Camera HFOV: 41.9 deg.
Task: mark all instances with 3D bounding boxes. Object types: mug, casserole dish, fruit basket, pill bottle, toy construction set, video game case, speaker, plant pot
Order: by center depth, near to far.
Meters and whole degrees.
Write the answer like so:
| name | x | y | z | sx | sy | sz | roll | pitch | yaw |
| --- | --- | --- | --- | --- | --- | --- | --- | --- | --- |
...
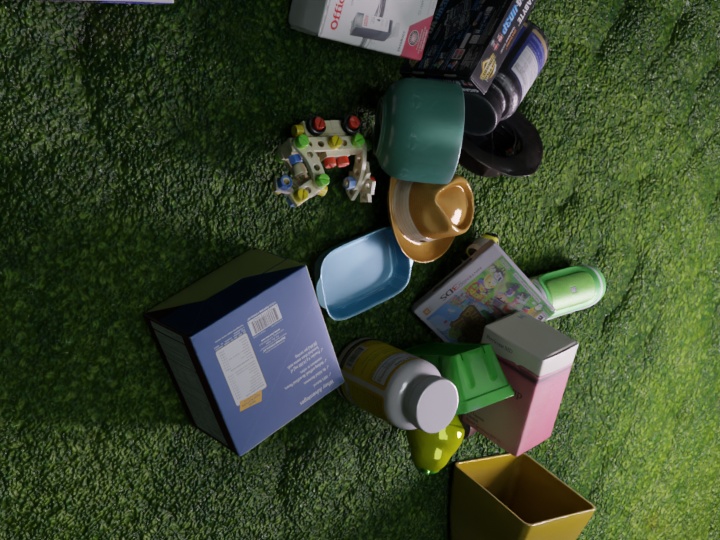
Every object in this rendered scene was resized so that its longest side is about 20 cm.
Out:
| name | x | y | z | sx | sy | sz | roll | pitch | yaw |
| --- | --- | --- | --- | --- | --- | --- | --- | --- | --- |
| toy construction set | -0.043 | -0.155 | 1.372 | 0.200 | 0.092 | 0.132 | -3 | 76 | -50 |
| mug | 0.078 | -0.206 | 1.410 | 0.114 | 0.185 | 0.153 | 5 | 80 | -8 |
| pill bottle | 0.057 | 0.183 | 1.478 | 0.112 | 0.200 | 0.113 | -11 | 109 | -35 |
| casserole dish | 0.000 | 0.000 | 1.490 | 0.200 | 0.039 | 0.121 | -25 | 117 | -33 |
| pill bottle | 0.217 | -0.310 | 1.506 | 0.200 | 0.112 | 0.112 | -55 | 131 | -34 |
| fruit basket | 0.139 | 0.228 | 1.560 | 0.155 | 0.215 | 0.216 | -13 | 110 | -38 |
| video game case | 0.216 | 0.067 | 1.630 | 0.182 | 0.022 | 0.200 | -40 | 121 | 10 |
| plant pot | 0.283 | 0.479 | 1.768 | 0.200 | 0.200 | 0.177 | 0 | 113 | -40 |
| speaker | 0.376 | 0.043 | 1.785 | 0.200 | 0.088 | 0.089 | -13 | 110 | -37 |

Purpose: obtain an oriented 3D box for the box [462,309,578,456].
| name | x | y | z | sx | sy | sz | roll | pitch | yaw |
| --- | --- | --- | --- | --- | --- | --- | --- | --- | --- |
| box | 0.270 | 0.191 | 1.606 | 0.109 | 0.128 | 0.201 | -18 | 127 | -42 |

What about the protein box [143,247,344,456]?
| name | x | y | z | sx | sy | sz | roll | pitch | yaw |
| --- | --- | --- | --- | --- | --- | --- | --- | --- | --- |
| protein box | -0.159 | 0.110 | 1.323 | 0.198 | 0.135 | 0.200 | -33 | 121 | -29 |

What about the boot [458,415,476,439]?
| name | x | y | z | sx | sy | sz | roll | pitch | yaw |
| --- | --- | --- | --- | --- | --- | --- | --- | --- | --- |
| boot | 0.249 | 0.203 | 1.745 | 0.200 | 0.064 | 0.187 | -15 | 109 | -31 |

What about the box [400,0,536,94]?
| name | x | y | z | sx | sy | sz | roll | pitch | yaw |
| --- | --- | --- | --- | --- | --- | --- | --- | --- | --- |
| box | 0.169 | -0.371 | 1.447 | 0.046 | 0.159 | 0.200 | 36 | 78 | -41 |

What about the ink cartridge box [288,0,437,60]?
| name | x | y | z | sx | sy | sz | roll | pitch | yaw |
| --- | --- | --- | --- | --- | --- | --- | --- | --- | --- |
| ink cartridge box | 0.011 | -0.394 | 1.348 | 0.200 | 0.085 | 0.146 | 3 | 110 | -38 |

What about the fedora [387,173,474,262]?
| name | x | y | z | sx | sy | sz | roll | pitch | yaw |
| --- | --- | --- | --- | --- | --- | --- | --- | --- | --- |
| fedora | 0.125 | -0.106 | 1.509 | 0.200 | 0.082 | 0.201 | 0 | 90 | -51 |

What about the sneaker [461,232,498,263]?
| name | x | y | z | sx | sy | sz | roll | pitch | yaw |
| --- | --- | --- | --- | --- | --- | --- | --- | --- | --- |
| sneaker | 0.251 | 0.019 | 1.682 | 0.076 | 0.075 | 0.200 | -48 | 131 | -26 |

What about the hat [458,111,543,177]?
| name | x | y | z | sx | sy | sz | roll | pitch | yaw |
| --- | --- | --- | --- | --- | --- | --- | --- | --- | --- |
| hat | 0.201 | -0.211 | 1.563 | 0.200 | 0.201 | 0.081 | -14 | 155 | -37 |

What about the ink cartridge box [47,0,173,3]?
| name | x | y | z | sx | sy | sz | roll | pitch | yaw |
| --- | --- | --- | --- | --- | --- | --- | --- | --- | --- |
| ink cartridge box | -0.327 | -0.333 | 1.087 | 0.200 | 0.094 | 0.044 | -11 | 109 | -37 |
